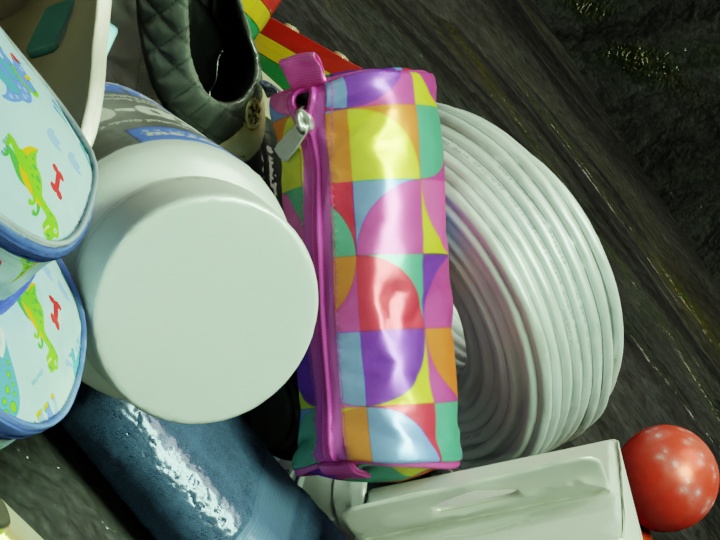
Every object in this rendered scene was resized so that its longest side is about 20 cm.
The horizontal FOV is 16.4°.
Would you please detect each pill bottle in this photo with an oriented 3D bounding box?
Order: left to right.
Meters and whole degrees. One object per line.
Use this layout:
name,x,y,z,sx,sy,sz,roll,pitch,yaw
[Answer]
pill bottle,-0.095,-0.009,1.068,0.114,0.114,0.200,46,-5,-26

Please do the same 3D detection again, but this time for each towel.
towel,-0.063,0.115,1.165,0.200,0.048,0.112,50,14,-11

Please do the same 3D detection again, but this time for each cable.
cable,0.044,0.008,1.282,0.200,0.069,0.200,48,-32,18

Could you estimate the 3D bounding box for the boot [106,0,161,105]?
boot,-0.106,-0.082,1.236,0.200,0.095,0.074,55,10,13

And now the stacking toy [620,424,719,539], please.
stacking toy,0.101,0.152,1.287,0.085,0.200,0.085,49,13,-15

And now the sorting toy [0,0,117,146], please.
sorting toy,-0.180,-0.082,1.065,0.180,0.199,0.107,-107,178,-48

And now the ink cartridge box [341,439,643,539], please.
ink cartridge box,0.075,0.176,1.134,0.125,0.128,0.201,-75,152,-73

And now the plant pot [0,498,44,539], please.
plant pot,-0.121,0.161,0.548,0.199,0.181,0.200,48,14,-18

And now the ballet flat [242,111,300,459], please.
ballet flat,-0.048,0.003,1.268,0.057,0.066,0.201,8,63,-46

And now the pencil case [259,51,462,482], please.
pencil case,0.000,0.000,1.177,0.088,0.088,0.201,3,81,-73

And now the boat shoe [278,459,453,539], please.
boat shoe,0.029,0.134,1.333,0.200,0.065,0.074,11,77,-58

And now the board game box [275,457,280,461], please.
board game box,-0.033,0.021,1.396,0.199,0.041,0.201,35,41,-52

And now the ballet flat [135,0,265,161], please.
ballet flat,-0.071,-0.126,1.159,0.067,0.057,0.200,-66,153,-42

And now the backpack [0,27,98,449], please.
backpack,-0.180,-0.019,0.902,0.200,0.147,0.183,54,16,-15

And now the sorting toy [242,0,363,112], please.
sorting toy,-0.089,-0.139,1.521,0.199,0.070,0.200,25,-12,47
